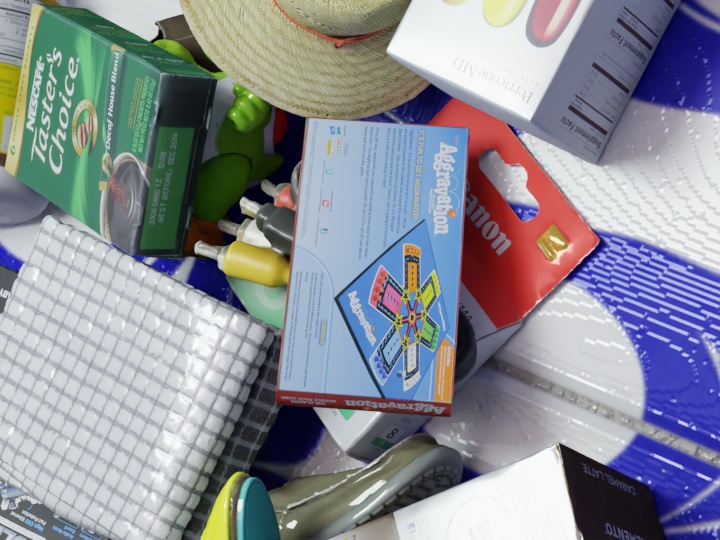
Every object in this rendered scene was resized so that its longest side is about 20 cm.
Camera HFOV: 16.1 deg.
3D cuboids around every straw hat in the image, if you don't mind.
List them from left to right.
[{"bbox_3d":[-0.006,-0.181,1.534,0.201,0.201,0.085,-67,19,-2],"label":"straw hat"}]

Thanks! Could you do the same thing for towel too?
[{"bbox_3d":[-0.145,0.078,1.595,0.200,0.086,0.166,25,91,36],"label":"towel"}]

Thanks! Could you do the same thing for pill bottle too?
[{"bbox_3d":[-0.264,-0.140,1.786,0.109,0.109,0.200,-8,70,33],"label":"pill bottle"}]

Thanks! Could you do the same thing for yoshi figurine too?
[{"bbox_3d":[-0.091,-0.112,1.624,0.112,0.112,0.200,32,108,0],"label":"yoshi figurine"}]

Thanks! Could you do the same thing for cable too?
[{"bbox_3d":[0.000,0.000,1.563,0.200,0.050,0.097,33,61,20],"label":"cable"}]

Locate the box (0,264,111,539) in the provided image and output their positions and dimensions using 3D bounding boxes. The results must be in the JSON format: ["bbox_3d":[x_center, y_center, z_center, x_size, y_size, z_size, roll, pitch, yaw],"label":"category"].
[{"bbox_3d":[-0.207,0.117,1.700,0.200,0.050,0.199,21,88,37],"label":"box"}]

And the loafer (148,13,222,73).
[{"bbox_3d":[-0.102,-0.140,1.698,0.200,0.071,0.073,-31,59,23],"label":"loafer"}]

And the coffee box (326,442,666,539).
[{"bbox_3d":[0.064,0.180,1.451,0.200,0.114,0.080,-26,61,26],"label":"coffee box"}]

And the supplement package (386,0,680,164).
[{"bbox_3d":[0.124,-0.183,1.524,0.114,0.110,0.200,27,91,28],"label":"supplement package"}]

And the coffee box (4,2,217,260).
[{"bbox_3d":[-0.164,-0.092,1.635,0.200,0.044,0.123,33,115,54],"label":"coffee box"}]

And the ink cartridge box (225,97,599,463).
[{"bbox_3d":[0.029,-0.005,1.579,0.200,0.050,0.161,-47,55,16],"label":"ink cartridge box"}]

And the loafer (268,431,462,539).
[{"bbox_3d":[-0.027,0.150,1.548,0.200,0.075,0.070,-35,62,21],"label":"loafer"}]

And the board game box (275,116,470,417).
[{"bbox_3d":[0.010,-0.005,1.524,0.103,0.019,0.200,4,56,3],"label":"board game box"}]

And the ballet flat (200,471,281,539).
[{"bbox_3d":[-0.072,0.210,1.504,0.067,0.200,0.067,-4,27,22],"label":"ballet flat"}]
